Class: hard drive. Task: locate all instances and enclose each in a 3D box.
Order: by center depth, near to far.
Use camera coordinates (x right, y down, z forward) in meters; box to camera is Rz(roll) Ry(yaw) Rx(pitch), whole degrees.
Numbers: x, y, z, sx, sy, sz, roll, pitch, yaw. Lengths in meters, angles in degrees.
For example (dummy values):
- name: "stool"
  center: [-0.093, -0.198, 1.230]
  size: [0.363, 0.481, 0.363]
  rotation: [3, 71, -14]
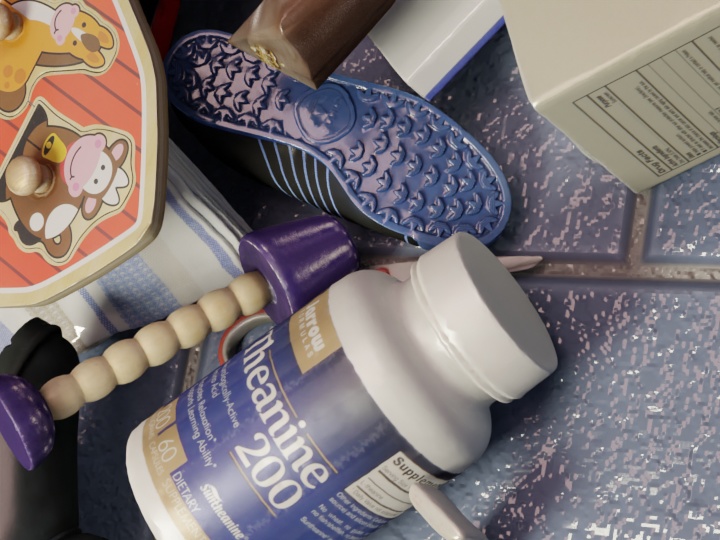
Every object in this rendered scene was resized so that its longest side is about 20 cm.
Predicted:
- name: "hard drive"
  center: [0.076, -0.193, 1.291]
  size: [0.200, 0.025, 0.132]
  rotation: [-46, 36, 9]

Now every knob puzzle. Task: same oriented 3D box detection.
- name: "knob puzzle"
  center: [-0.173, -0.070, 1.247]
  size: [0.219, 0.030, 0.220]
  rotation: [-5, 81, 33]

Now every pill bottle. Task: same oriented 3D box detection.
- name: "pill bottle"
  center: [-0.007, 0.070, 1.221]
  size: [0.200, 0.111, 0.111]
  rotation: [-36, 59, 15]

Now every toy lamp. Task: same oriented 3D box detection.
- name: "toy lamp"
  center: [-0.091, 0.031, 1.255]
  size: [0.200, 0.058, 0.058]
  rotation: [-28, 56, -17]

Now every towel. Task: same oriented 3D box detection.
- name: "towel"
  center: [-0.163, -0.015, 1.320]
  size: [0.200, 0.147, 0.024]
  rotation: [-23, 34, 29]

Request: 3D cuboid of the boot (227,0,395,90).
- name: "boot"
  center: [0.017, -0.170, 1.180]
  size: [0.200, 0.186, 0.064]
  rotation: [-41, 78, 0]

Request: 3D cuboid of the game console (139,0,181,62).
- name: "game console"
  center: [-0.179, -0.106, 1.378]
  size: [0.200, 0.031, 0.177]
  rotation: [-26, 39, 30]

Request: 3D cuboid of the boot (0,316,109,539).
- name: "boot"
  center: [-0.134, 0.142, 1.272]
  size: [0.168, 0.076, 0.200]
  rotation: [20, 72, 6]

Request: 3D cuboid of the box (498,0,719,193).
- name: "box"
  center: [0.177, -0.141, 1.177]
  size: [0.200, 0.128, 0.109]
  rotation: [-26, 61, 20]

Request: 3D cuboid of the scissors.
- name: "scissors"
  center: [0.000, 0.000, 1.299]
  size: [0.200, 0.014, 0.073]
  rotation: [-23, 61, 24]

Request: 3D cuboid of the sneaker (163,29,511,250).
- name: "sneaker"
  center: [-0.009, -0.063, 1.300]
  size: [0.200, 0.078, 0.070]
  rotation: [28, 83, 13]

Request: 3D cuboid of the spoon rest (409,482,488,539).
- name: "spoon rest"
  center: [0.003, 0.194, 1.215]
  size: [0.099, 0.061, 0.200]
  rotation: [46, 112, 34]
